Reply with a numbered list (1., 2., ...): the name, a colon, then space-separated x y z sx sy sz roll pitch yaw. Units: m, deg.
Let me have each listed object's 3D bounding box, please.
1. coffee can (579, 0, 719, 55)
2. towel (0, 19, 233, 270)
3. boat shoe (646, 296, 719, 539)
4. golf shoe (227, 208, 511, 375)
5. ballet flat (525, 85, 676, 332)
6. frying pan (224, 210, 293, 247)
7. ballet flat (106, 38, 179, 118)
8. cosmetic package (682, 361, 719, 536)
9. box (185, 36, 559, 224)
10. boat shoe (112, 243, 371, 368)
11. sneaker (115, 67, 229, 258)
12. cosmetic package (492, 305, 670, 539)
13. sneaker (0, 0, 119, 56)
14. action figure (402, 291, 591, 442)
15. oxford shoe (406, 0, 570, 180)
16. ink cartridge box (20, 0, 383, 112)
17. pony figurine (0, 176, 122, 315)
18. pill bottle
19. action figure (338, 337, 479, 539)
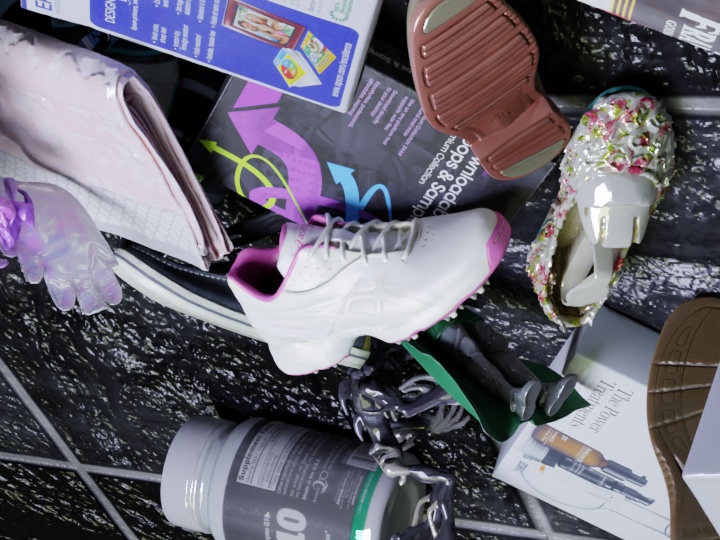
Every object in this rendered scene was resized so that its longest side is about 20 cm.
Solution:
1. coffee can: 0.133 -0.188 0.835 0.198 0.147 0.147 22 147 7
2. towel: -0.189 -0.087 1.155 0.199 0.032 0.192 20 153 30
3. boat shoe: 0.228 0.119 1.183 0.071 0.202 0.065 -8 170 21
4. golf shoe: 0.000 0.000 1.138 0.199 0.076 0.092 -25 120 34
5. ballet flat: 0.149 -0.029 1.113 0.075 0.064 0.201 1 148 -5
6. frying pan: -0.015 -0.041 1.239 0.114 0.031 0.190 31 145 -9
7. ballet flat: -0.211 -0.135 1.202 0.198 0.067 0.063 17 115 20
8. cosmetic package: 0.323 0.119 1.106 0.165 0.168 0.200 -4 136 38
9. box: 0.005 -0.074 1.138 0.199 0.036 0.143 25 135 -10
10. boat shoe: -0.078 0.013 1.262 0.198 0.063 0.075 19 177 -22
11. sneaker: -0.121 -0.056 1.248 0.071 0.083 0.200 27 147 -3
12. cosmetic package: 0.194 0.119 1.305 0.150 0.052 0.200 23 147 0
13. sneaker: -0.143 -0.159 1.114 0.199 0.090 0.079 -1 138 36
14. action figure: 0.053 0.034 1.231 0.200 0.118 0.055 37 114 32
15. oxford shoe: 0.058 -0.117 1.005 0.070 0.074 0.200 -29 154 4
16. ink cartridge box: -0.082 -0.171 0.966 0.198 0.047 0.198 20 158 -1
17. pony figurine: -0.256 -0.043 1.133 0.200 0.165 0.194 82 164 -65
18. pill bottle: -0.055 0.185 1.509 0.198 0.114 0.114 11 144 22
19. action figure: 0.044 0.116 1.357 0.119 0.101 0.202 159 93 -82
